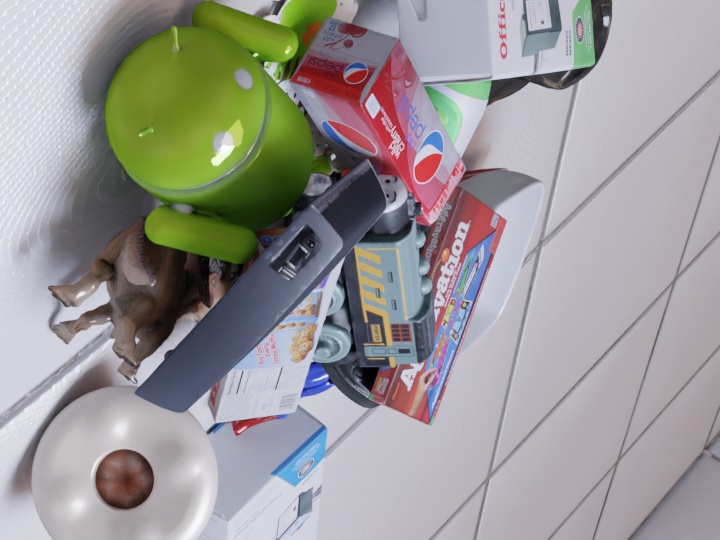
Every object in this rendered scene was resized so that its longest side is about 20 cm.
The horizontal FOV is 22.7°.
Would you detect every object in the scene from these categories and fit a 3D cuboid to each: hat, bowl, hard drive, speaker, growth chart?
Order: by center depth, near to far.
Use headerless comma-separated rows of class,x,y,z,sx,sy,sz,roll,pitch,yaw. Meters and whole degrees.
hard drive,-0.065,0.015,1.250,0.200,0.042,0.135,-46,179,26
growth chart,-0.045,-0.145,1.402,0.145,0.018,0.200,-33,140,-48
speaker,0.039,-0.096,1.580,0.088,0.088,0.200,-8,127,-62
bowl,0.084,-0.001,1.726,0.200,0.075,0.200,-33,149,-44
hat,0.191,-0.226,1.727,0.201,0.081,0.201,-46,157,-26

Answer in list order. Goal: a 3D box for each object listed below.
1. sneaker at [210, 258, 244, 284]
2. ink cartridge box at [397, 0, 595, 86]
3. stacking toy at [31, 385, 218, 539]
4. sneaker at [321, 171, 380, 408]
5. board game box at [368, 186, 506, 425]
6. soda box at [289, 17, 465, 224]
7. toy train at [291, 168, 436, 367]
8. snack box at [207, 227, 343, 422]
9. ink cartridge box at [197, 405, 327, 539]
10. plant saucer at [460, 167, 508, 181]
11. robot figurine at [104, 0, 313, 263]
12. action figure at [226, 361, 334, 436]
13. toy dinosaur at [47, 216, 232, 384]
sneaker,-0.087,0.011,1.463,0.078,0.085,0.200,-47,155,-21
ink cartridge box,0.113,-0.230,1.476,0.200,0.084,0.146,-18,105,-58
stacking toy,-0.182,0.166,1.476,0.146,0.146,0.200,-56,178,-2
sneaker,-0.004,0.018,1.543,0.104,0.200,0.060,-27,-175,35
board game box,0.070,0.032,1.584,0.103,0.019,0.200,29,80,-58
soda box,0.016,-0.114,1.417,0.063,0.070,0.200,-61,151,-16
toy train,0.000,0.000,1.440,0.085,0.114,0.200,-85,170,-46
snack box,-0.066,0.044,1.395,0.072,0.024,0.200,-5,138,-23
ink cartridge box,-0.111,0.229,1.719,0.146,0.086,0.200,-42,153,-33
plant saucer,0.053,-0.017,1.787,0.200,0.037,0.200,-15,135,-60
robot figurine,-0.104,-0.095,1.239,0.200,0.116,0.176,45,56,-66
action figure,-0.030,0.091,1.632,0.200,0.052,0.065,-19,150,1
toy dinosaur,-0.150,0.002,1.287,0.136,0.086,0.200,-50,171,-19
